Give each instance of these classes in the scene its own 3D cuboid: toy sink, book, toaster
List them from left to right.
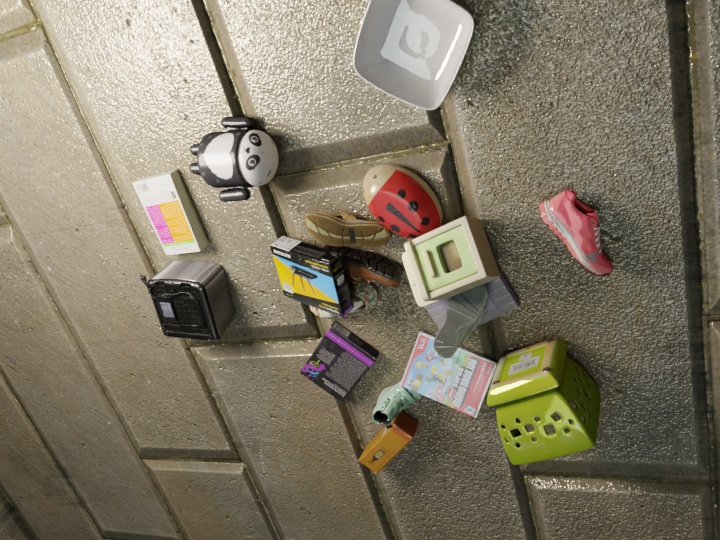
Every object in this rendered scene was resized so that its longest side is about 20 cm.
[{"bbox_3d":[-0.474,-0.140,1.598,0.132,0.048,0.202,-6,116,28],"label":"book"},{"bbox_3d":[-0.444,0.072,1.666,0.178,0.119,0.203,2,121,20],"label":"toaster"},{"bbox_3d":[0.168,-0.012,1.335,0.198,0.112,0.132,-23,79,27],"label":"toy sink"}]

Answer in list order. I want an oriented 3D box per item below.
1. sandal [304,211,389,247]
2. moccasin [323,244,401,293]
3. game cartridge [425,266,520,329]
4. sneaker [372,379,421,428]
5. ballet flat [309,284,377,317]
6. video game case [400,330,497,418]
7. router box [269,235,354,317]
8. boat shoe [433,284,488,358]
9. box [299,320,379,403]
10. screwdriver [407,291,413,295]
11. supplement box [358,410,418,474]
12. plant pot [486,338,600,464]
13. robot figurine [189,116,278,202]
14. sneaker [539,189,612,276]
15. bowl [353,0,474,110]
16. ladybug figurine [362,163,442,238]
[{"bbox_3d":[-0.028,-0.098,1.439,0.197,0.054,0.081,6,131,10],"label":"sandal"},{"bbox_3d":[-0.001,0.001,1.472,0.198,0.074,0.079,14,126,15],"label":"moccasin"},{"bbox_3d":[0.242,0.065,1.439,0.198,0.039,0.130,-27,111,32],"label":"game cartridge"},{"bbox_3d":[0.112,0.320,1.592,0.074,0.118,0.200,46,124,-8],"label":"sneaker"},{"bbox_3d":[-0.051,0.078,1.546,0.198,0.064,0.076,-17,113,30],"label":"ballet flat"},{"bbox_3d":[0.210,0.248,1.532,0.197,0.017,0.145,21,98,9],"label":"video game case"},{"bbox_3d":[-0.113,0.013,1.492,0.198,0.051,0.151,17,132,39],"label":"router box"},{"bbox_3d":[0.227,0.105,1.419,0.074,0.064,0.204,34,122,23],"label":"boat shoe"},{"bbox_3d":[-0.057,0.240,1.664,0.142,0.036,0.201,35,125,0],"label":"box"},{"bbox_3d":[0.177,0.006,1.435,0.029,0.028,0.200,21,133,-28],"label":"screwdriver"},{"bbox_3d":[0.075,0.464,1.726,0.066,0.069,0.201,35,124,-1],"label":"supplement box"},{"bbox_3d":[0.395,0.278,1.409,0.198,0.199,0.183,-24,103,32],"label":"plant pot"},{"bbox_3d":[-0.277,-0.244,1.404,0.197,0.125,0.152,2,128,21],"label":"robot figurine"},{"bbox_3d":[0.440,-0.073,1.251,0.200,0.074,0.087,46,124,-8],"label":"sneaker"},{"bbox_3d":[0.099,-0.421,1.178,0.198,0.075,0.201,27,126,4],"label":"bowl"},{"bbox_3d":[0.086,-0.137,1.355,0.199,0.072,0.136,36,126,-2],"label":"ladybug figurine"}]
